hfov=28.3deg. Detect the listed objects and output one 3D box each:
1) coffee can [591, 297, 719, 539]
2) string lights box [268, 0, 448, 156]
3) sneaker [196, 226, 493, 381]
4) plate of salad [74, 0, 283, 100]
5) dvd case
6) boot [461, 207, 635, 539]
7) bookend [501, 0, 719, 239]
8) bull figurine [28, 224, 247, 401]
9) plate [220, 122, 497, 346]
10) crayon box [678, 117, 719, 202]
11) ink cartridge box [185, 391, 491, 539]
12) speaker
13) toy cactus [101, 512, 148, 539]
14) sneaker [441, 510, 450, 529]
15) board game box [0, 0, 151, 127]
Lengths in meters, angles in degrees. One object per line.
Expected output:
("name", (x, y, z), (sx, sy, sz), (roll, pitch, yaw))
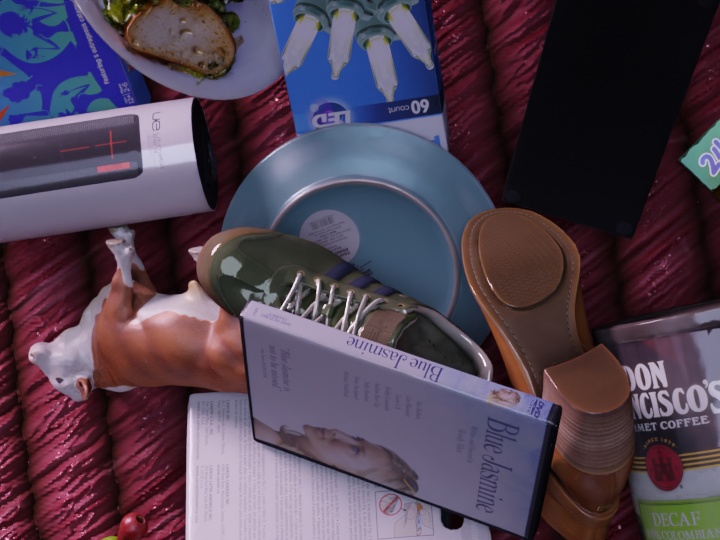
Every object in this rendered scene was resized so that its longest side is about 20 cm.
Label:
("coffee can", (0.241, 0.119, 0.907), (0.146, 0.146, 0.200), (-13, 88, 7))
("string lights box", (-0.004, -0.169, 0.941), (0.103, 0.059, 0.200), (-8, 119, 7))
("sneaker", (-0.001, 0.030, 0.892), (0.200, 0.090, 0.067), (28, 84, -21))
("plate of salad", (-0.112, -0.210, 0.945), (0.048, 0.200, 0.200), (-27, 85, 46))
("dvd case", (0.021, 0.096, 0.882), (0.200, 0.143, 0.018), (18, 53, 14))
("boot", (0.121, 0.069, 0.924), (0.077, 0.155, 0.200), (-20, 49, -13))
("bookend", (0.176, -0.165, 0.935), (0.092, 0.199, 0.200), (18, 135, 7))
("bull figurine", (-0.133, 0.035, 0.970), (0.200, 0.065, 0.122), (3, 108, 18))
("plate", (0.000, 0.000, 0.968), (0.200, 0.026, 0.201), (2, 110, 6))
("crayon box", (0.328, -0.050, 0.947), (0.200, 0.052, 0.126), (45, 94, 6))
("ink cartridge box", (-0.017, 0.157, 0.957), (0.200, 0.050, 0.161), (-3, 58, -1))
("speaker", (-0.200, -0.065, 0.974), (0.200, 0.081, 0.081), (-8, 88, 4))
("toy cactus", (-0.148, 0.282, 0.992), (0.165, 0.102, 0.200), (-36, 87, 24))
("sneaker", (0.014, 0.217, 0.965), (0.071, 0.080, 0.200), (14, 88, 7))
("board game box", (-0.264, -0.150, 0.983), (0.200, 0.045, 0.152), (-12, 128, 7))
